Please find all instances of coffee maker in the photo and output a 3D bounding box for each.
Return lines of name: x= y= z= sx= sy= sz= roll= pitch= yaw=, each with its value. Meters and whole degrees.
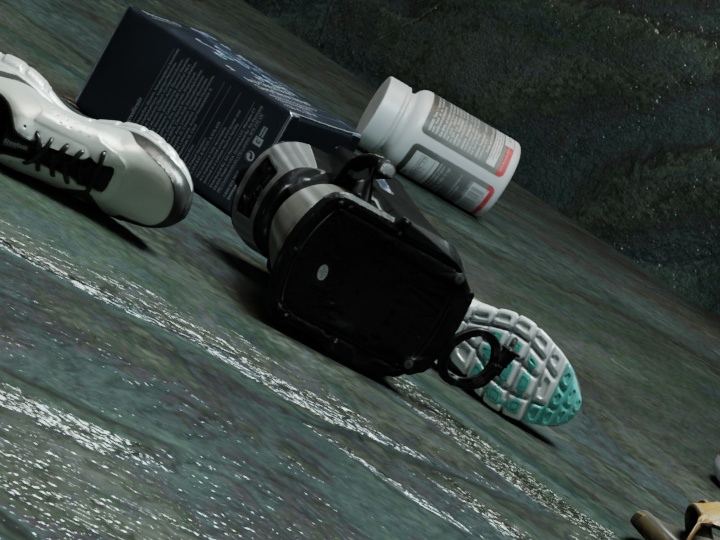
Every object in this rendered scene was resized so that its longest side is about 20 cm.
coffee maker: x=0.000 y=0.000 z=1.717 sx=0.192 sy=0.135 sz=0.200 roll=53 pitch=2 yaw=-21

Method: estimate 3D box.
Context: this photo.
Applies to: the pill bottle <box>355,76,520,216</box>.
pill bottle: x=0.101 y=-0.167 z=2.989 sx=0.200 sy=0.114 sz=0.114 roll=30 pitch=8 yaw=-10

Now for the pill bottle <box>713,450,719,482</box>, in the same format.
pill bottle: x=0.417 y=0.131 z=2.069 sx=0.112 sy=0.200 sz=0.112 roll=30 pitch=8 yaw=-5

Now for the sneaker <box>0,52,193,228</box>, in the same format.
sneaker: x=-0.214 y=-0.083 z=1.616 sx=0.200 sy=0.074 sz=0.080 roll=28 pitch=22 yaw=7

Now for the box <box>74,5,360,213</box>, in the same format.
box: x=-0.127 y=-0.135 z=2.038 sx=0.200 sy=0.107 sz=0.148 roll=34 pitch=9 yaw=23

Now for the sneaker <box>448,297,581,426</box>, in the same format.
sneaker: x=0.102 y=0.059 z=1.841 sx=0.200 sy=0.078 sz=0.091 roll=36 pitch=6 yaw=21

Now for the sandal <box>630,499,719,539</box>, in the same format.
sandal: x=0.266 y=0.200 z=1.643 sx=0.200 sy=0.055 sz=0.082 roll=23 pitch=11 yaw=-43
